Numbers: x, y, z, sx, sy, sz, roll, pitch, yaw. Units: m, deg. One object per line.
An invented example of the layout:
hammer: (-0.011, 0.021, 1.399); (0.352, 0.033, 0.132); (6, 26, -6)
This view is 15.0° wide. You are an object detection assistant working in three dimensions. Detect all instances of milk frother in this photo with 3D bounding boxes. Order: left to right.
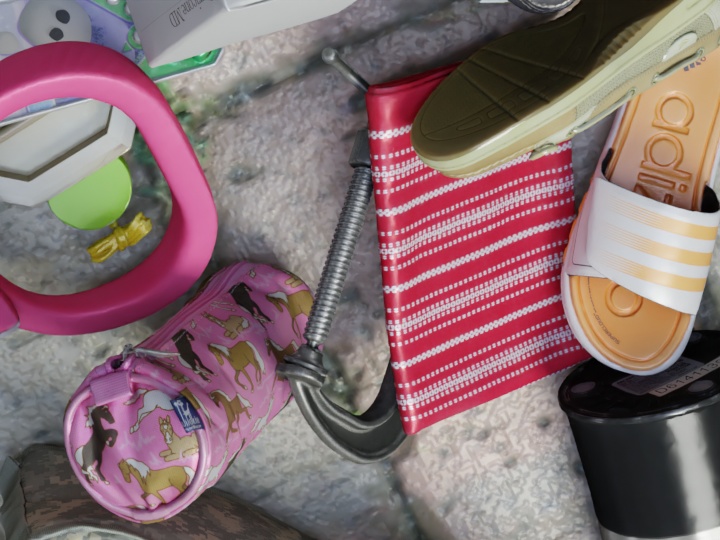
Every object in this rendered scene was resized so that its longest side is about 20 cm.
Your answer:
milk frother: (0.226, 0.142, 1.520); (0.180, 0.200, 0.188); (-18, 108, -5)

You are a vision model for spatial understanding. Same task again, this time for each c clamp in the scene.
c clamp: (0.000, 0.000, 1.482); (0.171, 0.027, 0.200); (25, 76, -53)

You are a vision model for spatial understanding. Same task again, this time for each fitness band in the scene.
fitness band: (-0.154, -0.036, 1.431); (0.144, 0.037, 0.200); (-26, 139, -1)

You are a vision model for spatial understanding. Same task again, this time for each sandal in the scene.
sandal: (0.161, -0.046, 1.504); (0.079, 0.059, 0.207); (12, 89, 1)

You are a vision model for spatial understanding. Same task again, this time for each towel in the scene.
towel: (0.068, -0.023, 1.505); (0.145, 0.022, 0.200); (-19, 112, -36)

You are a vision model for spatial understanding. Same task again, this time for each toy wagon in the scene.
toy wagon: (-0.182, -0.095, 1.482); (0.155, 0.040, 0.200); (-32, 108, 3)

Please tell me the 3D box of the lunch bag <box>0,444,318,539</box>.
lunch bag: (-0.114, 0.179, 1.506); (0.200, 0.164, 0.118); (29, 98, -14)

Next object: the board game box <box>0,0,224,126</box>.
board game box: (-0.192, -0.179, 1.426); (0.200, 0.026, 0.200); (-16, 87, -2)

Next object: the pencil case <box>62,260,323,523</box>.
pencil case: (-0.085, 0.060, 1.458); (0.083, 0.200, 0.087); (34, 115, 6)

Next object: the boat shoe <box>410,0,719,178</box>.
boat shoe: (0.116, -0.101, 1.459); (0.201, 0.073, 0.063); (-37, 132, -21)

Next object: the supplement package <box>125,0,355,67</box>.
supplement package: (-0.069, -0.222, 1.368); (0.120, 0.121, 0.200); (-19, 88, -25)

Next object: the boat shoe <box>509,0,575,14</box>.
boat shoe: (0.080, -0.200, 1.378); (0.073, 0.063, 0.200); (-20, 132, -2)

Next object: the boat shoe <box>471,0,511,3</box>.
boat shoe: (0.023, -0.180, 1.467); (0.200, 0.065, 0.072); (9, 105, -10)
